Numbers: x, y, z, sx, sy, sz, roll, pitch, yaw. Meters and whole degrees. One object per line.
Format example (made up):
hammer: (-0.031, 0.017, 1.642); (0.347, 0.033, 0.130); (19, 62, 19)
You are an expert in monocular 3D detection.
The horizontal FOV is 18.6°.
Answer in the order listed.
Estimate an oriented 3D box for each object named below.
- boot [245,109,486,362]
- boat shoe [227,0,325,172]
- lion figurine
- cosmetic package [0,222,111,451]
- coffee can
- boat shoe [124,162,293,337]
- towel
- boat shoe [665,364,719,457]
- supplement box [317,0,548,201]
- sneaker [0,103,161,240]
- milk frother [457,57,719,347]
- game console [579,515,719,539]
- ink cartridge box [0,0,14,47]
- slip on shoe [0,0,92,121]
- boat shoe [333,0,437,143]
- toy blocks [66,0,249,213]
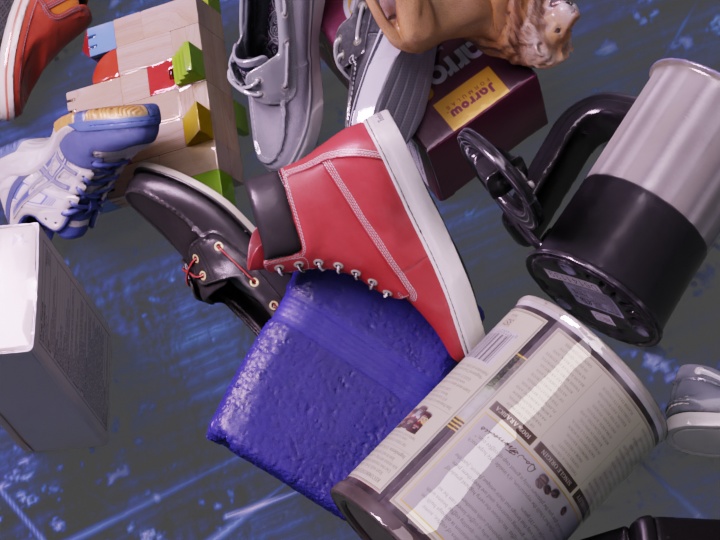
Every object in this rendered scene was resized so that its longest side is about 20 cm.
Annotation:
boot: (0.000, 0.000, 1.612); (0.144, 0.072, 0.200); (-27, 106, 2)
boat shoe: (-0.073, -0.170, 1.730); (0.071, 0.201, 0.070); (-13, 25, -40)
lion figurine: (0.067, -0.198, 1.637); (0.199, 0.072, 0.123); (-14, 92, -27)
cosmetic package: (-0.246, 0.054, 1.644); (0.073, 0.200, 0.104); (-5, 64, 9)
coffee can: (0.099, 0.138, 1.562); (0.200, 0.146, 0.146); (-44, 65, -12)
boat shoe: (-0.104, -0.006, 1.688); (0.201, 0.074, 0.063); (40, 69, 1)
towel: (-0.012, 0.077, 1.646); (0.147, 0.050, 0.200); (33, 70, -10)
boat shoe: (0.319, 0.100, 1.578); (0.199, 0.073, 0.062); (2, 59, 8)
supplement box: (0.046, -0.171, 1.754); (0.110, 0.086, 0.200); (-36, 64, -6)
sneaker: (-0.213, -0.072, 1.709); (0.075, 0.200, 0.088); (-5, 80, -38)
milk frother: (0.186, -0.082, 1.622); (0.180, 0.200, 0.188); (26, 72, 25)
game console: (0.214, 0.285, 1.544); (0.175, 0.116, 0.201); (5, 63, -20)
ink cartridge box: (-0.369, -0.212, 1.814); (0.075, 0.165, 0.200); (27, 74, 22)
slip on shoe: (-0.258, -0.215, 1.849); (0.061, 0.074, 0.201); (21, 71, -1)
boat shoe: (0.015, -0.167, 1.680); (0.071, 0.072, 0.200); (3, 58, 24)
toy blocks: (-0.175, -0.129, 1.785); (0.136, 0.100, 0.201); (-15, 72, 19)
